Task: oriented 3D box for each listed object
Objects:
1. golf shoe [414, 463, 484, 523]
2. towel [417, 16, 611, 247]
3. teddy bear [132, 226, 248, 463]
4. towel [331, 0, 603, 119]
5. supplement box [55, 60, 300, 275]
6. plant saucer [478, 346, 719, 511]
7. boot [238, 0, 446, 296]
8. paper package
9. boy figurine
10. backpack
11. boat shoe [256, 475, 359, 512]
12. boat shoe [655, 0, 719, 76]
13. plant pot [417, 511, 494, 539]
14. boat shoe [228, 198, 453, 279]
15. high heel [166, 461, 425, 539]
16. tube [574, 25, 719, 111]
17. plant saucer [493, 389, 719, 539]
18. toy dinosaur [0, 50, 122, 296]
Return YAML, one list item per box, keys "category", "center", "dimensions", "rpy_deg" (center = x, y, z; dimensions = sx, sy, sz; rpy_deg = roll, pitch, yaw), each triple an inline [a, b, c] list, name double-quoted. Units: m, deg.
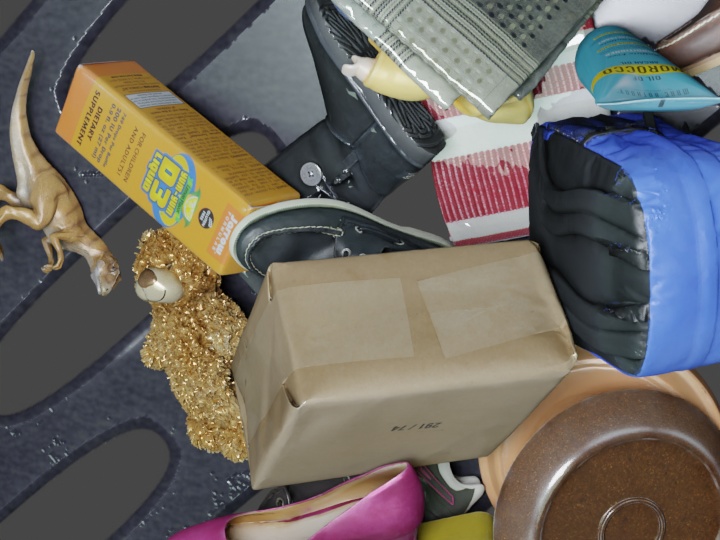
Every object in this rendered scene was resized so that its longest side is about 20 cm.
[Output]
- category: "golf shoe"
  center: [0.022, 0.120, 1.135]
  dimensions: [0.087, 0.077, 0.202]
  rpy_deg: [-28, 101, 1]
- category: "towel"
  center: [0.115, -0.126, 1.065]
  dimensions: [0.142, 0.023, 0.203]
  rpy_deg: [-10, 103, 15]
- category: "teddy bear"
  center: [-0.134, 0.062, 1.132]
  dimensions: [0.145, 0.066, 0.202]
  rpy_deg: [33, 136, 49]
- category: "towel"
  center: [0.070, -0.217, 0.983]
  dimensions: [0.200, 0.193, 0.035]
  rpy_deg: [41, 154, 6]
- category: "supplement box"
  center: [-0.142, -0.082, 1.083]
  dimensions: [0.199, 0.069, 0.067]
  rpy_deg: [38, 117, 22]
- category: "plant saucer"
  center: [0.189, 0.147, 1.112]
  dimensions: [0.197, 0.032, 0.203]
  rpy_deg: [4, 106, 13]
- category: "boot"
  center: [-0.049, -0.095, 1.096]
  dimensions: [0.200, 0.065, 0.166]
  rpy_deg: [-41, 72, 33]
- category: "paper package"
  center: [0.022, 0.070, 1.001]
  dimensions: [0.197, 0.191, 0.105]
  rpy_deg: [-6, 65, -17]
- category: "boy figurine"
  center: [0.042, -0.173, 1.010]
  dimensions: [0.124, 0.064, 0.200]
  rpy_deg: [-42, 82, -8]
- category: "backpack"
  center: [0.209, -0.026, 0.963]
  dimensions: [0.165, 0.200, 0.165]
  rpy_deg: [-11, 105, -8]
- category: "boat shoe"
  center: [-0.050, 0.208, 1.132]
  dimensions: [0.073, 0.065, 0.201]
  rpy_deg: [45, 136, 18]
- category: "boat shoe"
  center: [0.288, -0.204, 0.975]
  dimensions: [0.198, 0.070, 0.071]
  rpy_deg: [-30, 103, 11]
- category: "plant pot"
  center: [0.032, 0.335, 1.076]
  dimensions: [0.197, 0.177, 0.202]
  rpy_deg: [-12, 122, 3]
- category: "boat shoe"
  center: [-0.001, 0.002, 1.045]
  dimensions: [0.198, 0.066, 0.075]
  rpy_deg: [15, 119, -34]
- category: "high heel"
  center: [-0.051, 0.182, 1.042]
  dimensions: [0.197, 0.068, 0.097]
  rpy_deg: [1, 125, 6]
- category: "tube"
  center: [0.180, -0.126, 0.938]
  dimensions: [0.076, 0.200, 0.051]
  rpy_deg: [-7, 106, 2]
- category: "plant saucer"
  center: [0.198, 0.189, 1.057]
  dimensions: [0.197, 0.035, 0.203]
  rpy_deg: [-4, 108, -13]
- category: "toy dinosaur"
  center: [-0.267, -0.066, 1.168]
  dimensions: [0.105, 0.060, 0.202]
  rpy_deg: [-28, 103, -5]
